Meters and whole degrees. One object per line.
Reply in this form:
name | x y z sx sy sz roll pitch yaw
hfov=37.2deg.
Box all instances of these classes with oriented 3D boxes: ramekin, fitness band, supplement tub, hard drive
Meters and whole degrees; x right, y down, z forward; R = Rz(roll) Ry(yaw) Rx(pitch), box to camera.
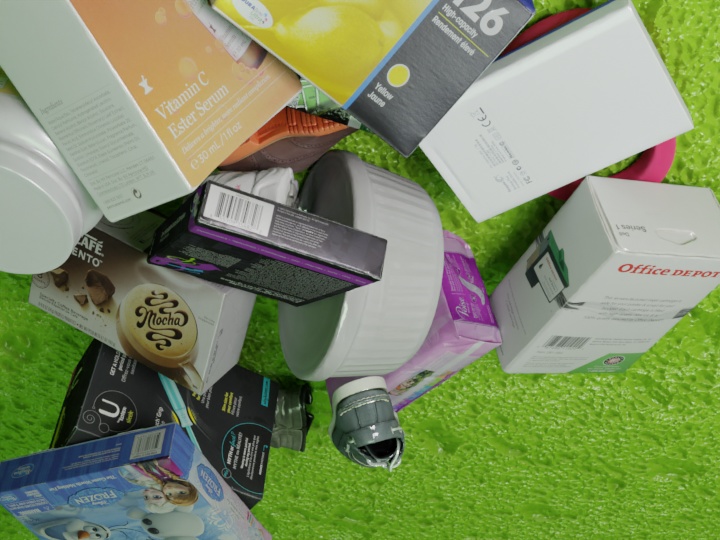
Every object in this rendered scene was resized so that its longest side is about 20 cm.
ramekin | 0.000 0.000 0.955 0.093 0.205 0.203 9 139 -21
fitness band | 0.188 -0.130 0.904 0.142 0.038 0.201 -16 133 19
supplement tub | -0.254 -0.114 0.850 0.143 0.202 0.147 7 140 6
hard drive | 0.151 -0.124 0.868 0.198 0.026 0.132 -24 129 25

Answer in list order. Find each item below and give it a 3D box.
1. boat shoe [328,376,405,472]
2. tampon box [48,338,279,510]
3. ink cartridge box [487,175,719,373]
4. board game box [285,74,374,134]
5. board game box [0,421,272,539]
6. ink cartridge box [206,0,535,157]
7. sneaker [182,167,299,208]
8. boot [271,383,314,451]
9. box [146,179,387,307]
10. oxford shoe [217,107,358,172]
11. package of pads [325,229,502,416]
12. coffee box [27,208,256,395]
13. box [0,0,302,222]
boat shoe | 0.009 0.164 1.028 0.072 0.063 0.201 -17 154 -5
tampon box | -0.204 0.167 1.102 0.198 0.151 0.126 26 133 -19
ink cartridge box | 0.224 0.010 0.972 0.144 0.085 0.201 3 144 -25
board game box | 0.016 -0.204 0.808 0.103 0.024 0.202 13 117 -13
board game box | -0.217 0.238 1.036 0.197 0.044 0.200 -14 133 19
ink cartridge box | 0.027 -0.211 0.759 0.197 0.047 0.200 33 110 -29
sneaker | -0.105 -0.054 0.945 0.098 0.079 0.200 7 170 -1
boot | -0.125 0.202 1.270 0.128 0.068 0.202 10 136 -4
box | -0.080 -0.015 0.838 0.141 0.037 0.200 18 165 -19
oxford shoe | -0.045 -0.129 0.923 0.197 0.072 0.073 -12 154 25
package of pads | 0.039 0.062 1.057 0.075 0.122 0.200 10 143 -40
coffee box | -0.202 0.012 0.999 0.198 0.080 0.114 27 119 13
box | -0.161 -0.166 0.765 0.105 0.153 0.201 -12 118 43
